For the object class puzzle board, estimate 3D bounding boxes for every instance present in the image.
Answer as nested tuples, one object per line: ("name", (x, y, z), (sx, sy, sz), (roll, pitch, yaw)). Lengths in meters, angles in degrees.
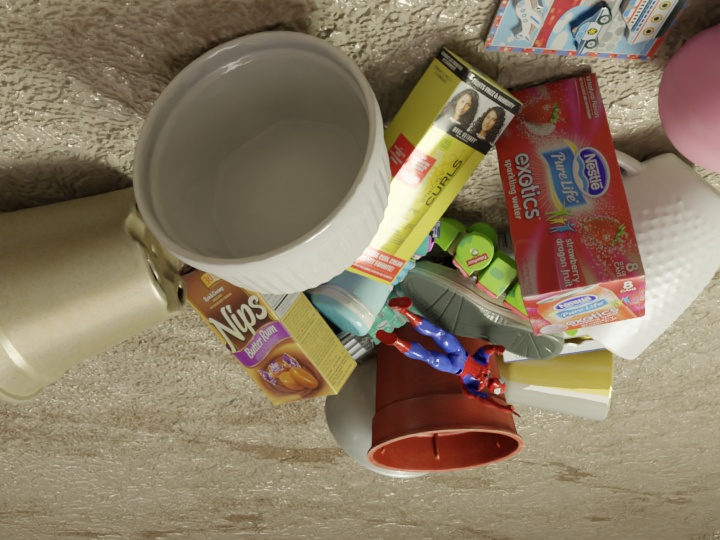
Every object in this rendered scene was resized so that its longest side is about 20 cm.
("puzzle board", (0.189, -0.226, 0.609), (0.149, 0.018, 0.200), (2, 152, -9))

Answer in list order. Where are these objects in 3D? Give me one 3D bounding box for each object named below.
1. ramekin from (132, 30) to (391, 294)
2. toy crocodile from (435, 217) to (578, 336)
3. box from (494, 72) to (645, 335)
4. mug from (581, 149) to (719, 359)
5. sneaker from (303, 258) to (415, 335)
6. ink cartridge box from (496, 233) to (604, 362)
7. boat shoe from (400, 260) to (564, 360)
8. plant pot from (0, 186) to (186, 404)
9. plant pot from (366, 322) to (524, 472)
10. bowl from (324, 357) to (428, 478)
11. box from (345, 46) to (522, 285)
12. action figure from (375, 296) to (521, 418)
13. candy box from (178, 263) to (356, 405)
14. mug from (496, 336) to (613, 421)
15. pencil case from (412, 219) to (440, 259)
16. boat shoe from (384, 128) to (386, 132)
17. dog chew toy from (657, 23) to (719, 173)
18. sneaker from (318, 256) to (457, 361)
("ramekin", (-0.068, -0.076, 0.666), (0.198, 0.202, 0.105), (-11, 156, 14))
("toy crocodile", (0.152, 0.006, 0.902), (0.199, 0.068, 0.062), (36, 111, 2))
("box", (0.178, -0.057, 0.727), (0.099, 0.202, 0.096), (-11, 154, 13))
("mug", (0.265, -0.039, 0.842), (0.199, 0.148, 0.176), (36, 111, -9))
("sneaker", (0.000, 0.000, 0.951), (0.079, 0.131, 0.200), (41, 172, -19))
("ink cartridge box", (0.256, 0.024, 1.011), (0.195, 0.044, 0.201), (-9, 137, 9))
("boat shoe", (0.142, 0.037, 0.961), (0.200, 0.065, 0.075), (21, 142, -2))
("plant pot", (-0.281, 0.008, 0.832), (0.182, 0.202, 0.201), (-18, 151, 3))
("plant pot", (0.100, 0.143, 1.096), (0.199, 0.197, 0.201), (-3, 153, -2))
("bowl", (0.055, 0.195, 1.225), (0.199, 0.202, 0.091), (8, 131, -20))
("box", (0.047, -0.086, 0.724), (0.075, 0.050, 0.201), (22, 113, -39))
("action figure", (0.118, 0.101, 0.927), (0.099, 0.066, 0.200), (10, 162, 49))
("candy box", (-0.109, 0.058, 0.943), (0.116, 0.057, 0.201), (-18, 115, 43))
("mug", (0.260, 0.110, 1.153), (0.152, 0.188, 0.149), (2, -166, 7))
("pencil case", (-0.021, -0.050, 0.834), (0.198, 0.093, 0.085), (-4, -167, 3))
("boat shoe", (-0.071, -0.091, 0.769), (0.198, 0.073, 0.072), (-7, 152, 6))
("dog chew toy", (0.319, -0.167, 0.635), (0.123, 0.125, 0.200), (7, 142, -19))
("sneaker", (0.028, 0.028, 1.026), (0.199, 0.088, 0.075), (-33, 138, 3))
